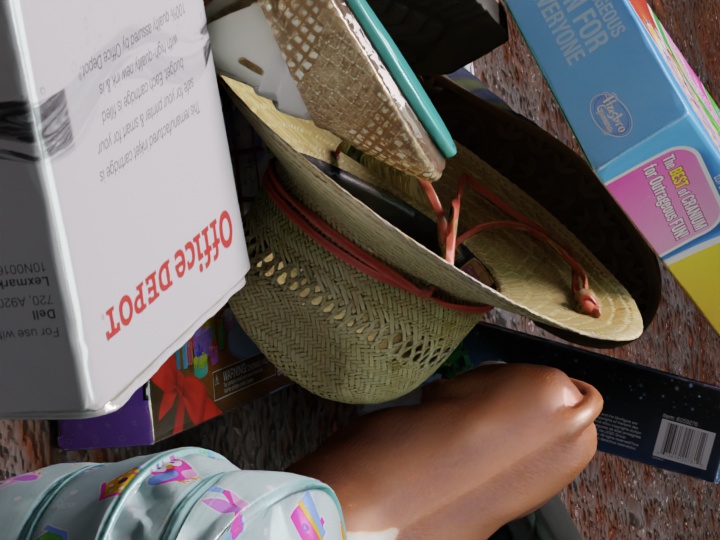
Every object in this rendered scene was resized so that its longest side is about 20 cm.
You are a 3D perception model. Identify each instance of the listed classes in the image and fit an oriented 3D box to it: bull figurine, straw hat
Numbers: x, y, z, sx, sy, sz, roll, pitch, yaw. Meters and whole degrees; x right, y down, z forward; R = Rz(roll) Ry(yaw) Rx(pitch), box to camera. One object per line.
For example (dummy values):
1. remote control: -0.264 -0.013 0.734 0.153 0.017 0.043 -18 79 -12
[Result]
1. bull figurine: -0.006 0.089 1.063 0.065 0.199 0.121 70 -16 -9
2. straw hat: 0.000 0.000 1.042 0.085 0.201 0.201 -54 168 14

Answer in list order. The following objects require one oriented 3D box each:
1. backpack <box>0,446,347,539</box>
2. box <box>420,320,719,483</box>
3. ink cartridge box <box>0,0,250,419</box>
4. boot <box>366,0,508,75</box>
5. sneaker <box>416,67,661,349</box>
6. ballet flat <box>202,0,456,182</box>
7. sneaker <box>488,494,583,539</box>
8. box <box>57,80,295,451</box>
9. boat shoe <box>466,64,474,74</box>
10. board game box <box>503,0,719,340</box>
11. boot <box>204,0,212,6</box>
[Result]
1. backpack: -0.059 0.153 0.912 0.167 0.126 0.201 -40 121 -64
2. box: 0.072 0.047 1.210 0.137 0.199 0.038 16 90 -71
3. ink cartridge box: -0.107 -0.069 0.877 0.146 0.084 0.201 -45 128 -66
4. boot: -0.024 -0.167 1.064 0.200 0.077 0.139 29 49 -35
5. sneaker: 0.047 -0.050 1.234 0.200 0.067 0.090 38 13 -2
6. ballet flat: -0.042 -0.107 0.956 0.201 0.065 0.071 60 1 -2
7. sneaker: 0.041 0.131 1.317 0.200 0.114 0.076 62 17 19
8. box: -0.062 -0.018 1.072 0.200 0.039 0.138 -21 105 -71
9. boat shoe: 0.021 -0.093 1.318 0.070 0.071 0.201 -126 -159 -72
10. board game box: 0.117 -0.050 1.127 0.200 0.040 0.153 47 15 -50
11. boot: 0.042 -0.165 1.161 0.175 0.199 0.066 -69 152 -51
